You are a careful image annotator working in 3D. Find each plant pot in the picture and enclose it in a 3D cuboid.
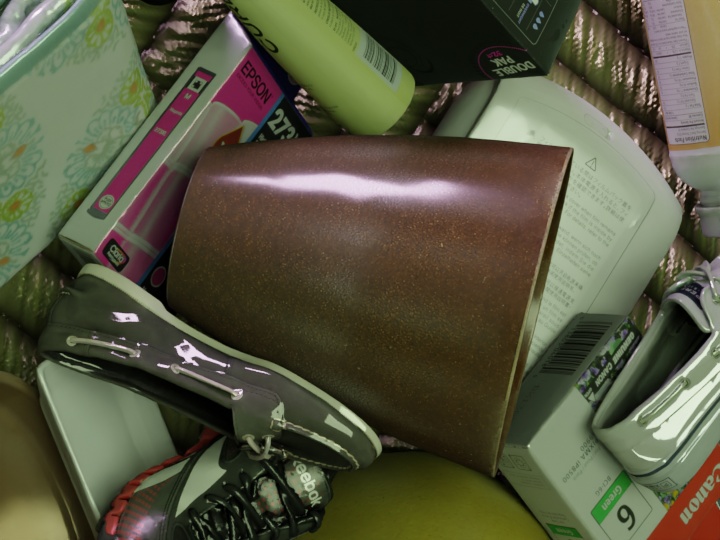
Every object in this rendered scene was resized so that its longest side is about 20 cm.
[{"bbox_3d":[0.000,0.000,1.604,0.200,0.187,0.187,14,84,5],"label":"plant pot"},{"bbox_3d":[0.044,0.213,1.671,0.200,0.142,0.201,-1,95,-14],"label":"plant pot"},{"bbox_3d":[-0.213,0.162,1.585,0.093,0.201,0.201,-18,99,19],"label":"plant pot"}]

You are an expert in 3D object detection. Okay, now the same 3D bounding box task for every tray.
[{"bbox_3d":[-0.131,0.132,1.657,0.200,0.022,0.107,69,24,-9],"label":"tray"}]

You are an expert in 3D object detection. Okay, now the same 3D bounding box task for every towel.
[{"bbox_3d":[-0.200,-0.068,1.587,0.048,0.171,0.200,40,71,24],"label":"towel"}]

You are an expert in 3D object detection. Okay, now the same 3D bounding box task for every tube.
[{"bbox_3d":[-0.051,-0.151,1.623,0.200,0.058,0.052,42,58,-32],"label":"tube"}]

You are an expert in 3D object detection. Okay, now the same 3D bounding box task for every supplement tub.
[{"bbox_3d":[0.252,-0.130,1.778,0.144,0.145,0.200,-14,95,-23],"label":"supplement tub"}]

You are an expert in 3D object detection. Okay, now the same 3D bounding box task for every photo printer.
[{"bbox_3d":[0.093,-0.012,1.750,0.166,0.069,0.200,36,77,-19],"label":"photo printer"}]

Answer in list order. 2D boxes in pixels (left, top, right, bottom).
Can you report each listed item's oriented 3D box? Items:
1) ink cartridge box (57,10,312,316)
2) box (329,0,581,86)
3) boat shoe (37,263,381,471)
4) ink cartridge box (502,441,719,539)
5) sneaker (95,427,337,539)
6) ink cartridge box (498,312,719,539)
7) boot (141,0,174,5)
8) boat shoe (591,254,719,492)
[{"bbox_3d":[-0.087,-0.067,1.670,0.200,0.037,0.095,-55,144,-16],"label":"ink cartridge box"},{"bbox_3d":[0.023,-0.212,1.641,0.200,0.148,0.124,44,61,-37],"label":"box"},{"bbox_3d":[-0.085,0.069,1.587,0.200,0.067,0.057,29,68,12],"label":"boat shoe"},{"bbox_3d":[0.186,0.130,1.808,0.200,0.039,0.100,-32,101,-21],"label":"ink cartridge box"},{"bbox_3d":[-0.073,0.130,1.624,0.200,0.098,0.071,-39,112,-51],"label":"sneaker"},{"bbox_3d":[0.166,0.133,1.727,0.109,0.050,0.200,-50,118,-24],"label":"ink cartridge box"},{"bbox_3d":[-0.193,-0.157,1.619,0.211,0.079,0.158,26,102,-49],"label":"boot"},{"bbox_3d":[0.205,0.031,1.672,0.067,0.074,0.200,39,73,-31],"label":"boat shoe"}]
